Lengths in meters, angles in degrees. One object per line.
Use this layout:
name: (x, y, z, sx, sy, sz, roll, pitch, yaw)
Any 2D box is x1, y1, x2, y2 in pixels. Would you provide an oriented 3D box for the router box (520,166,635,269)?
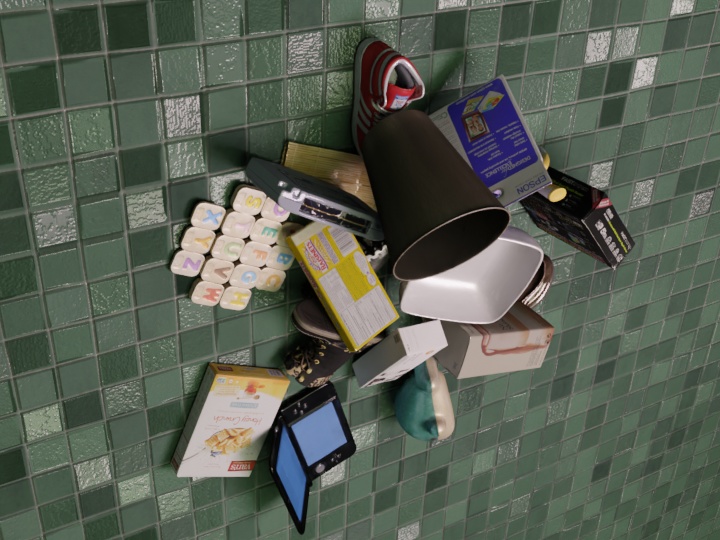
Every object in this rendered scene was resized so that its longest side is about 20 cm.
router box: (0.357, -0.101, 1.569, 0.062, 0.200, 0.150, -48, 133, -4)

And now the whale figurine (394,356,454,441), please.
whale figurine: (0.108, 0.227, 1.650, 0.102, 0.161, 0.201, -12, 146, 1)

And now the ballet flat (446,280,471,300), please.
ballet flat: (0.197, -0.028, 1.589, 0.200, 0.068, 0.076, -44, 111, -27)

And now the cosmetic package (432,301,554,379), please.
cosmetic package: (0.226, 0.118, 1.597, 0.198, 0.103, 0.088, -4, 121, -35)

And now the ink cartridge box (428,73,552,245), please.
ink cartridge box: (0.165, -0.160, 1.368, 0.197, 0.202, 0.043, -27, 154, 16)

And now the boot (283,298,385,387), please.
boot: (-0.069, 0.120, 1.478, 0.150, 0.074, 0.199, -42, 150, 26)

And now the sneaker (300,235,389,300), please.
sneaker: (0.000, 0.000, 1.492, 0.199, 0.067, 0.091, -39, 135, -2)

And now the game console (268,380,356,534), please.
game console: (-0.079, 0.326, 1.605, 0.175, 0.116, 0.201, -29, 130, -15)

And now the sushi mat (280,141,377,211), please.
sushi mat: (-0.041, -0.139, 1.410, 0.198, 0.012, 0.097, 6, 114, -36)

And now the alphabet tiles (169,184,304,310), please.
alphabet tiles: (-0.179, -0.031, 1.377, 0.194, 0.015, 0.202, 13, 113, -38)

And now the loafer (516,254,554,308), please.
loafer: (0.280, 0.048, 1.697, 0.201, 0.073, 0.071, -52, 133, 5)

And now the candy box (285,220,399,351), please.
candy box: (-0.026, 0.013, 1.408, 0.102, 0.026, 0.201, -34, 98, -31)

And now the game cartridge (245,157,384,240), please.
game cartridge: (-0.064, -0.104, 1.318, 0.199, 0.133, 0.041, 18, 109, -38)

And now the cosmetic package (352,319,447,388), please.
cosmetic package: (0.064, 0.144, 1.554, 0.082, 0.051, 0.200, -13, 164, -28)

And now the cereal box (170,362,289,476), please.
cereal box: (-0.216, 0.252, 1.520, 0.143, 0.040, 0.202, 9, 112, -37)

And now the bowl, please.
bowl: (0.167, -0.009, 1.457, 0.197, 0.075, 0.201, 8, 138, -20)

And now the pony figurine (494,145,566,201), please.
pony figurine: (0.205, -0.162, 1.460, 0.191, 0.201, 0.168, -19, 129, -4)

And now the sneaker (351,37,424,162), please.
sneaker: (0.040, -0.227, 1.336, 0.071, 0.112, 0.202, -18, 123, -23)

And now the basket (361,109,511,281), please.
basket: (0.089, -0.115, 1.294, 0.179, 0.202, 0.136, -26, 153, 4)

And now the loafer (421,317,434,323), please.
loafer: (0.141, 0.074, 1.626, 0.076, 0.067, 0.201, -32, 131, -13)
